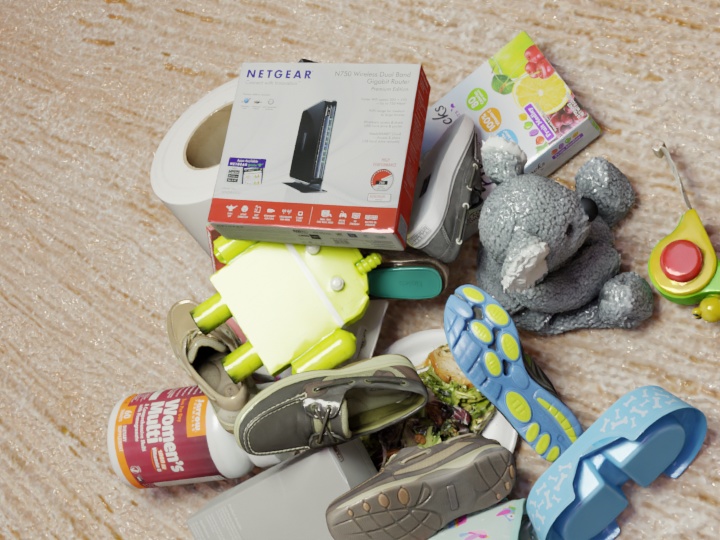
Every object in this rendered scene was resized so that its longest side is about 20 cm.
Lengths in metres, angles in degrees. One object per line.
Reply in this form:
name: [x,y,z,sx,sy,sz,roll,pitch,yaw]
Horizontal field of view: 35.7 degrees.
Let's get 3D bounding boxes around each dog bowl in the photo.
dog bowl: [0.240,0.191,1.066,0.200,0.111,0.050,-46,45,6]

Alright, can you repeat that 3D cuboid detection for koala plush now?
koala plush: [0.177,-0.031,1.115,0.182,0.200,0.180,-15,67,22]

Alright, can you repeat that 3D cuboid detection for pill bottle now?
pill bottle: [-0.178,0.185,1.271,0.197,0.109,0.111,-10,69,20]

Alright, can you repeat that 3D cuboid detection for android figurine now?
android figurine: [-0.072,0.024,1.153,0.199,0.041,0.183,-33,79,-1]

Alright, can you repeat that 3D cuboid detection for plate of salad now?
plate of salad: [0.072,0.159,1.192,0.198,0.048,0.203,-8,70,24]

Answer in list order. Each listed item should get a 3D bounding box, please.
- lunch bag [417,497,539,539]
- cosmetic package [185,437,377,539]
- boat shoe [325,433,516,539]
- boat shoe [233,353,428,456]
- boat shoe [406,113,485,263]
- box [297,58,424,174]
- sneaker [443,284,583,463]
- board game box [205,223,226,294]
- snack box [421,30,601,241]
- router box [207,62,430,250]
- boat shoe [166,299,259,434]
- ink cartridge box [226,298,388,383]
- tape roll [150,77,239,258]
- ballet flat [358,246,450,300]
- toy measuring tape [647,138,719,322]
lunch bag: [0.093,0.319,1.083,0.168,0.123,0.201,-17,36,21]
cosmetic package: [-0.073,0.258,1.181,0.198,0.090,0.108,-28,89,19]
boat shoe: [0.056,0.217,1.107,0.197,0.075,0.073,-15,22,-15]
boat shoe: [-0.026,0.138,1.104,0.198,0.073,0.066,-16,23,-18]
boat shoe: [0.099,-0.085,1.170,0.070,0.066,0.201,-42,19,39]
box: [0.009,-0.132,1.216,0.038,0.136,0.202,-42,61,33]
sneaker: [0.146,0.106,1.118,0.070,0.083,0.200,-37,94,-4]
board game box: [-0.068,-0.028,1.227,0.198,0.104,0.019,-17,30,-20]
snack box: [0.148,-0.149,1.253,0.199,0.053,0.143,-38,59,13]
router box: [-0.040,-0.118,1.124,0.197,0.049,0.182,3,72,18]
boat shoe: [-0.165,0.090,1.225,0.072,0.065,0.201,-28,47,-10]
ink cartridge box: [-0.057,0.077,1.271,0.198,0.067,0.118,10,74,30]
tape roll: [-0.124,-0.110,1.292,0.201,0.140,0.204,-20,44,20]
ballet flat: [0.000,0.000,1.214,0.197,0.069,0.068,4,31,7]
toy measuring tape: [0.312,-0.035,1.126,0.073,0.073,0.202,-25,64,17]
